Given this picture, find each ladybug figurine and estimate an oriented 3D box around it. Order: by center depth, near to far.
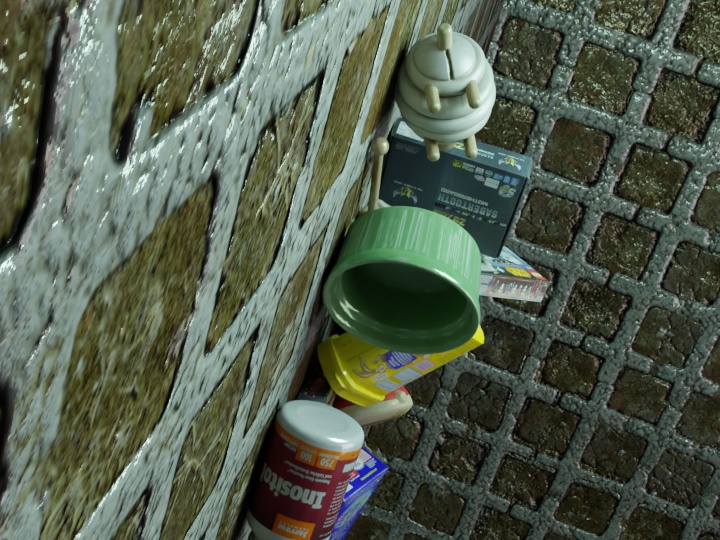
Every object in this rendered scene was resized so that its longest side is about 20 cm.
[{"bbox_3d":[-0.003,0.211,1.721,0.135,0.199,0.073,-2,74,-50],"label":"ladybug figurine"}]

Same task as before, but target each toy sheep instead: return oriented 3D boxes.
[{"bbox_3d":[0.105,-0.221,1.337,0.201,0.137,0.139,93,17,-55],"label":"toy sheep"}]

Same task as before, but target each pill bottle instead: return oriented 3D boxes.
[{"bbox_3d":[-0.076,0.273,1.354,0.113,0.112,0.202,-49,158,-76],"label":"pill bottle"}]

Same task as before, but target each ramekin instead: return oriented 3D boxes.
[{"bbox_3d":[0.058,0.010,1.368,0.201,0.198,0.098,102,2,-55],"label":"ramekin"}]

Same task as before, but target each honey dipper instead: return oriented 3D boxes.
[{"bbox_3d":[0.020,-0.103,1.394,0.201,0.038,0.038,98,13,-56],"label":"honey dipper"}]

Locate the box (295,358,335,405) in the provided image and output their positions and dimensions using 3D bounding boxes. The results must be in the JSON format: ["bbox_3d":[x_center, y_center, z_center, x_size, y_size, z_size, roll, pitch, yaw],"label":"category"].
[{"bbox_3d":[-0.074,0.214,1.561,0.200,0.037,0.137,-60,169,-63],"label":"box"}]

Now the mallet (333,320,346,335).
[{"bbox_3d":[0.000,0.000,1.585,0.066,0.041,0.201,-61,165,-61],"label":"mallet"}]

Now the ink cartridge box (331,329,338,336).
[{"bbox_3d":[-0.023,0.130,1.745,0.200,0.044,0.095,81,28,-79],"label":"ink cartridge box"}]

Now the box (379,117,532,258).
[{"bbox_3d":[0.125,-0.114,1.536,0.051,0.198,0.158,-69,176,-46],"label":"box"}]

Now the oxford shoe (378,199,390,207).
[{"bbox_3d":[0.089,-0.044,1.500,0.058,0.200,0.075,-42,144,-16],"label":"oxford shoe"}]

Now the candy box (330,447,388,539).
[{"bbox_3d":[-0.063,0.369,1.620,0.201,0.077,0.169,-60,163,18],"label":"candy box"}]

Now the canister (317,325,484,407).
[{"bbox_3d":[0.060,0.104,1.530,0.148,0.199,0.087,34,31,-60],"label":"canister"}]

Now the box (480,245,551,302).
[{"bbox_3d":[0.176,-0.010,1.637,0.199,0.137,0.040,7,116,-44],"label":"box"}]
